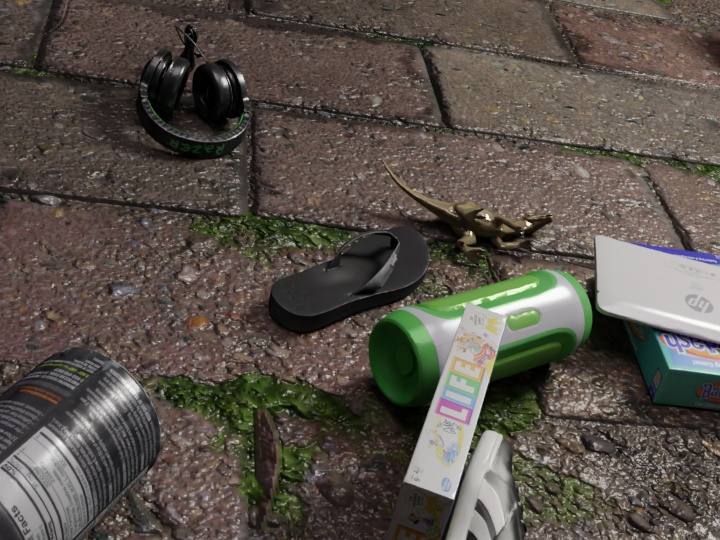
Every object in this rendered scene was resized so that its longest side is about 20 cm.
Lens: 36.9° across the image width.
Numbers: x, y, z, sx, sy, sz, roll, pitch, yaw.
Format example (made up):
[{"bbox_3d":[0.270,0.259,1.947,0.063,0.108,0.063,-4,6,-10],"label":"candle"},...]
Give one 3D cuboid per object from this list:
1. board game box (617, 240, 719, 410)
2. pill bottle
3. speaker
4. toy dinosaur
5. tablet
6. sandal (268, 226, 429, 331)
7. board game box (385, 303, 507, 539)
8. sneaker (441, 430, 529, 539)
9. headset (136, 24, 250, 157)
[{"bbox_3d":[0.335,0.054,1.054,0.150,0.045,0.201,7,36,-10],"label":"board game box"},{"bbox_3d":[-0.222,0.141,0.677,0.105,0.107,0.200,25,36,15],"label":"pill bottle"},{"bbox_3d":[0.105,0.056,0.928,0.198,0.089,0.088,-14,43,-34],"label":"speaker"},{"bbox_3d":[0.111,-0.053,1.129,0.197,0.059,0.101,15,19,-13],"label":"toy dinosaur"},{"bbox_3d":[0.321,0.024,1.039,0.197,0.014,0.131,14,35,2],"label":"tablet"},{"bbox_3d":[0.000,0.000,1.008,0.076,0.043,0.199,33,39,25],"label":"sandal"},{"bbox_3d":[0.055,0.134,0.763,0.034,0.136,0.201,19,34,7],"label":"board game box"},{"bbox_3d":[0.106,0.209,0.742,0.111,0.074,0.201,21,43,4],"label":"sneaker"},{"bbox_3d":[-0.190,-0.197,1.211,0.122,0.094,0.202,6,51,-19],"label":"headset"}]
